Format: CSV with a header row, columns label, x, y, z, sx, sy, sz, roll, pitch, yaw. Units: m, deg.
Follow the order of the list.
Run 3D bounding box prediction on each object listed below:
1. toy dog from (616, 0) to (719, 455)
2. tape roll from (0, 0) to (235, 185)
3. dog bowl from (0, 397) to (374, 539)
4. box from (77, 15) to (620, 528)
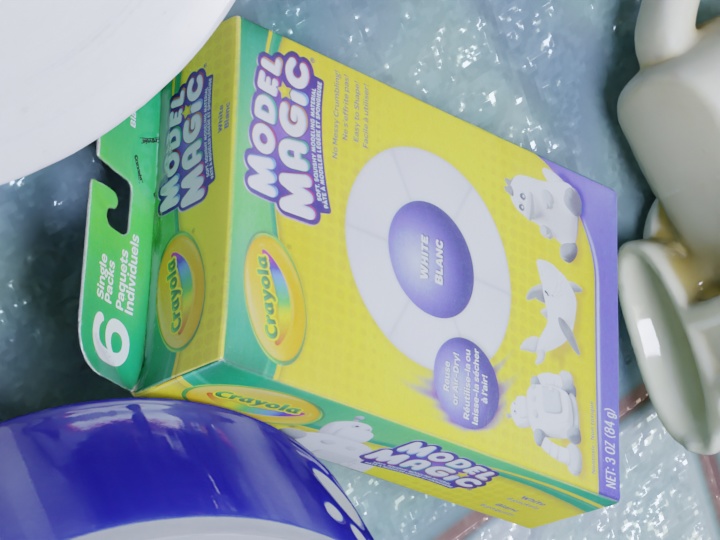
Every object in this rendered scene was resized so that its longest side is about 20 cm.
label,x,y,z,sx,sy,sz,roll,pitch,yaw
toy dog,0.193,-0.041,0.927,0.200,0.140,0.194,-19,79,-28
tape roll,-0.114,-0.127,0.607,0.202,0.139,0.203,-1,106,-4
dog bowl,-0.077,0.137,0.765,0.200,0.079,0.200,-14,132,-16
box,0.000,0.000,0.809,0.200,0.048,0.118,20,61,-37
